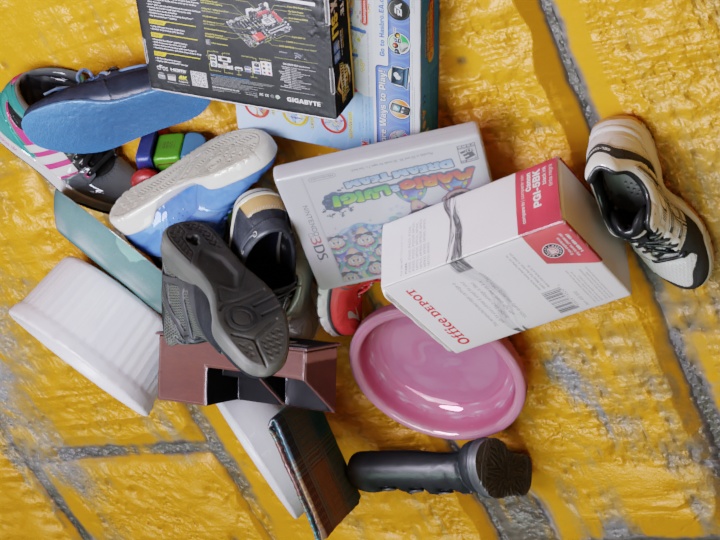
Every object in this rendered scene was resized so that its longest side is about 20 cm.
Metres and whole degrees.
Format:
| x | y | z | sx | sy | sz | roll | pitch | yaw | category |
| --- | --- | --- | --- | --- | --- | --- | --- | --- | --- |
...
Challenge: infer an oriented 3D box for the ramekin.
| x | y | z | sx | sy | sz | roll | pitch | yaw | category |
| --- | --- | --- | --- | --- | --- | --- | --- | --- | --- |
| -0.299 | 0.072 | 1.718 | 0.200 | 0.098 | 0.200 | 34 | 168 | 9 | ramekin |

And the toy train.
| x | y | z | sx | sy | sz | roll | pitch | yaw | category |
| --- | --- | --- | --- | --- | --- | --- | --- | --- | --- |
| -0.168 | -0.063 | 1.608 | 0.116 | 0.085 | 0.200 | -4 | 132 | 9 | toy train |

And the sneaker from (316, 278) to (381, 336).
| x | y | z | sx | sy | sz | roll | pitch | yaw | category |
| --- | --- | --- | --- | --- | --- | --- | --- | --- | --- |
| 0.000 | 0.000 | 1.575 | 0.085 | 0.077 | 0.200 | 9 | 135 | 8 | sneaker |

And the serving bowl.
| x | y | z | sx | sy | sz | roll | pitch | yaw | category |
| --- | --- | --- | --- | --- | --- | --- | --- | --- | --- |
| -0.106 | 0.194 | 1.757 | 0.200 | 0.066 | 0.200 | 55 | 171 | 14 | serving bowl |

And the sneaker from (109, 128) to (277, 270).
| x | y | z | sx | sy | sz | roll | pitch | yaw | category |
| --- | --- | --- | --- | --- | --- | --- | --- | --- | --- |
| -0.147 | -0.062 | 1.508 | 0.200 | 0.077 | 0.111 | -27 | 124 | 22 | sneaker |

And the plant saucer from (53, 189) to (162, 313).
| x | y | z | sx | sy | sz | roll | pitch | yaw | category |
| --- | --- | --- | --- | --- | --- | --- | --- | --- | --- |
| -0.260 | -0.011 | 1.596 | 0.200 | 0.036 | 0.200 | 38 | 174 | 5 | plant saucer |

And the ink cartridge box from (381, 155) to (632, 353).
| x | y | z | sx | sy | sz | roll | pitch | yaw | category |
| --- | --- | --- | --- | --- | --- | --- | --- | --- | --- |
| 0.139 | -0.011 | 1.433 | 0.200 | 0.083 | 0.147 | -20 | 140 | 27 | ink cartridge box |

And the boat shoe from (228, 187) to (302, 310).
| x | y | z | sx | sy | sz | roll | pitch | yaw | category |
| --- | --- | --- | --- | --- | --- | --- | --- | --- | --- |
| -0.100 | 0.008 | 1.498 | 0.075 | 0.062 | 0.200 | -12 | 136 | -19 | boat shoe |

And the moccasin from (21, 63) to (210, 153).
| x | y | z | sx | sy | sz | roll | pitch | yaw | category |
| --- | --- | --- | --- | --- | --- | --- | --- | --- | --- |
| -0.246 | -0.170 | 1.518 | 0.200 | 0.068 | 0.080 | -8 | 134 | 6 | moccasin |

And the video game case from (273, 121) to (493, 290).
| x | y | z | sx | sy | sz | roll | pitch | yaw | category |
| --- | --- | --- | --- | --- | --- | --- | --- | --- | --- |
| 0.034 | -0.059 | 1.456 | 0.200 | 0.024 | 0.182 | -12 | 141 | 7 | video game case |

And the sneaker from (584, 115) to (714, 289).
| x | y | z | sx | sy | sz | roll | pitch | yaw | category |
| --- | --- | --- | --- | --- | --- | --- | --- | --- | --- |
| 0.263 | -0.045 | 1.389 | 0.076 | 0.088 | 0.200 | -19 | 119 | 36 | sneaker |

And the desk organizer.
| x | y | z | sx | sy | sz | roll | pitch | yaw | category |
| --- | --- | --- | --- | --- | --- | --- | --- | --- | --- |
| -0.125 | 0.111 | 1.624 | 0.200 | 0.072 | 0.077 | 5 | 95 | 30 | desk organizer |

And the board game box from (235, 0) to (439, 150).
| x | y | z | sx | sy | sz | roll | pitch | yaw | category |
| --- | --- | --- | --- | --- | --- | --- | --- | --- | --- |
| -0.026 | -0.211 | 1.411 | 0.196 | 0.056 | 0.200 | 13 | 133 | 16 | board game box |

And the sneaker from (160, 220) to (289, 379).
| x | y | z | sx | sy | sz | roll | pitch | yaw | category |
| --- | --- | --- | --- | --- | --- | --- | --- | --- | --- |
| -0.135 | 0.052 | 1.443 | 0.199 | 0.076 | 0.114 | 46 | 142 | 34 | sneaker |

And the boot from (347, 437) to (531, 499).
| x | y | z | sx | sy | sz | roll | pitch | yaw | category |
| --- | --- | --- | --- | --- | --- | --- | --- | --- | --- |
| 0.075 | 0.224 | 1.696 | 0.200 | 0.066 | 0.165 | 2 | 163 | 27 | boot |

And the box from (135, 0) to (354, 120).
| x | y | z | sx | sy | sz | roll | pitch | yaw | category |
| --- | --- | --- | --- | --- | --- | --- | --- | --- | --- |
| -0.109 | -0.229 | 1.362 | 0.200 | 0.049 | 0.160 | 11 | 130 | 19 | box |

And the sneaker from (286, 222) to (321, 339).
| x | y | z | sx | sy | sz | roll | pitch | yaw | category |
| --- | --- | --- | --- | --- | --- | --- | --- | --- | --- |
| -0.086 | 0.032 | 1.630 | 0.076 | 0.092 | 0.200 | 16 | 135 | 13 | sneaker |

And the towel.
| x | y | z | sx | sy | sz | roll | pitch | yaw | category |
| --- | --- | --- | --- | --- | --- | --- | --- | --- | --- |
| -0.052 | 0.217 | 1.666 | 0.022 | 0.200 | 0.147 | -24 | 89 | 11 | towel |

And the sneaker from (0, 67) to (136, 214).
| x | y | z | sx | sy | sz | roll | pitch | yaw | category |
| --- | --- | --- | --- | --- | --- | --- | --- | --- | --- |
| -0.304 | -0.149 | 1.593 | 0.200 | 0.084 | 0.121 | 33 | 145 | -2 | sneaker |

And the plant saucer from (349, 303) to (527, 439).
| x | y | z | sx | sy | sz | roll | pitch | yaw | category |
| --- | --- | --- | --- | --- | --- | --- | --- | --- | --- |
| 0.089 | 0.101 | 1.627 | 0.200 | 0.051 | 0.201 | 13 | 136 | 13 | plant saucer |
